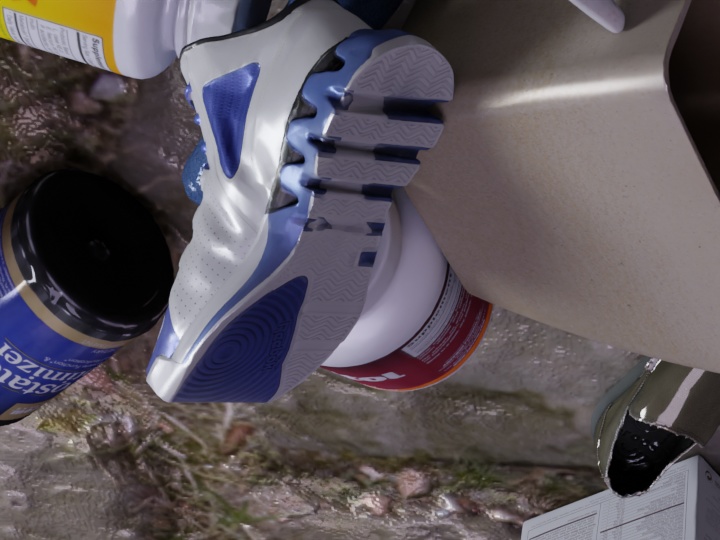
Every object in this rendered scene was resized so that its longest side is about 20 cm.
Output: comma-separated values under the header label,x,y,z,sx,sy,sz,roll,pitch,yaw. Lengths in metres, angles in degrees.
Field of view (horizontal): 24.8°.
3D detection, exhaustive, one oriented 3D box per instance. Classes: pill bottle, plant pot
label,x,y,z,sx,sy,sz,roll,pitch,yaw
pill bottle,-0.145,-0.163,0.817,0.199,0.109,0.110,17,134,6
pill bottle,-0.217,0.029,1.020,0.112,0.112,0.200,39,129,-21
pill bottle,0.000,0.000,0.875,0.112,0.114,0.200,-2,169,16
plant pot,0.121,-0.081,0.783,0.176,0.200,0.200,-2,138,34

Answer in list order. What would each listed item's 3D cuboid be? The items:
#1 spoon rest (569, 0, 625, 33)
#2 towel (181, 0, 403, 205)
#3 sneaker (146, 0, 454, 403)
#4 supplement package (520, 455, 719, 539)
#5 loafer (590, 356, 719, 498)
label,x,y,z,sx,sy,sz,roll,pitch,yaw
spoon rest,0.135,-0.192,0.644,0.099,0.061,0.200,31,100,-31
towel,-0.020,-0.116,0.835,0.048,0.112,0.200,35,130,-4
sneaker,-0.042,-0.043,0.748,0.080,0.115,0.200,9,119,-42
supplement package,0.195,0.261,1.066,0.150,0.200,0.152,-27,120,33
loafer,0.202,0.071,0.981,0.075,0.070,0.200,22,133,-6
